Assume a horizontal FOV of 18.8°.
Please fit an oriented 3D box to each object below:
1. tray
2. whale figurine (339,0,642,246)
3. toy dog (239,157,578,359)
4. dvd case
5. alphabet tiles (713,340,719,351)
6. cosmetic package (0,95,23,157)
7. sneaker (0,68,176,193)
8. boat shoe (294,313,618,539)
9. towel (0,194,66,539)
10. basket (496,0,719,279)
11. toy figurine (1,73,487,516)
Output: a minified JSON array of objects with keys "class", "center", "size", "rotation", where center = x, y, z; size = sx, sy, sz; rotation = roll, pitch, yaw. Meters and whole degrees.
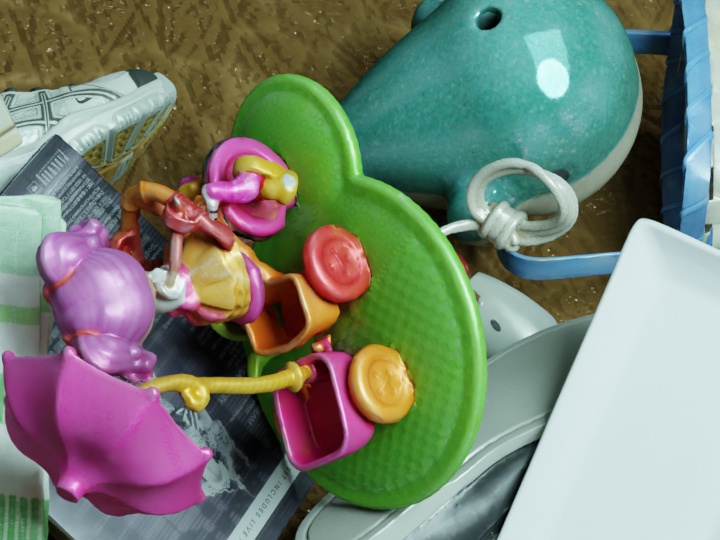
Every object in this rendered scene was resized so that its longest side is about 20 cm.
[{"class":"tray","center":[0.133,0.088,0.970],"size":[0.107,0.201,0.022],"rotation":[24,4,13]},{"class":"whale figurine","center":[0.043,-0.088,1.116],"size":[0.198,0.104,0.160],"rotation":[-14,55,10]},{"class":"toy dog","center":[0.000,0.000,1.056],"size":[0.199,0.133,0.097],"rotation":[19,43,14]},{"class":"dvd case","center":[-0.109,0.055,0.984],"size":[0.200,0.016,0.149],"rotation":[44,52,-11]},{"class":"alphabet tiles","center":[0.229,0.097,1.040],"size":[0.194,0.200,0.015],"rotation":[21,50,-11]},{"class":"cosmetic package","center":[-0.256,-0.040,0.921],"size":[0.199,0.103,0.073],"rotation":[-34,114,-17]},{"class":"sneaker","center":[-0.176,-0.065,1.050],"size":[0.088,0.076,0.200],"rotation":[46,48,12]},{"class":"boat shoe","center":[0.062,0.095,1.012],"size":[0.200,0.074,0.061],"rotation":[-37,119,-19]},{"class":"towel","center":[-0.197,0.068,0.891],"size":[0.151,0.023,0.202],"rotation":[0,96,-25]},{"class":"basket","center":[0.171,-0.070,1.190],"size":[0.198,0.140,0.177],"rotation":[-4,52,4]},{"class":"toy figurine","center":[-0.070,0.022,0.904],"size":[0.183,0.150,0.201],"rotation":[-13,81,-44]}]
